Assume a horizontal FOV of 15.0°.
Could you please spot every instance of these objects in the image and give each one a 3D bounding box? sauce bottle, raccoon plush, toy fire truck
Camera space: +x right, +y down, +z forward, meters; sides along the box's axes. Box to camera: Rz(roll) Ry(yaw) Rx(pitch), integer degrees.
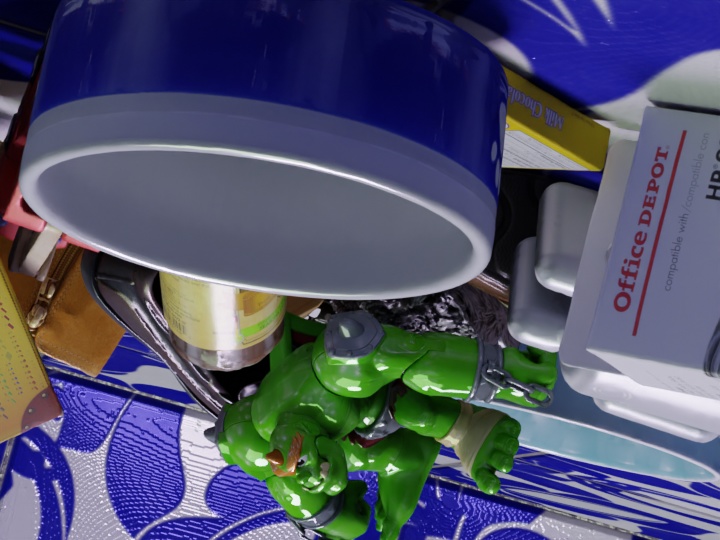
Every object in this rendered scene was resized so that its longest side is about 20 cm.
[{"bbox_3d":[-0.070,-0.035,1.321,0.064,0.065,0.200,13,141,13],"label":"sauce bottle"},{"bbox_3d":[0.000,0.000,1.490,0.134,0.097,0.200,-14,153,36],"label":"raccoon plush"},{"bbox_3d":[-0.147,-0.047,1.332,0.049,0.142,0.200,18,148,-11],"label":"toy fire truck"}]

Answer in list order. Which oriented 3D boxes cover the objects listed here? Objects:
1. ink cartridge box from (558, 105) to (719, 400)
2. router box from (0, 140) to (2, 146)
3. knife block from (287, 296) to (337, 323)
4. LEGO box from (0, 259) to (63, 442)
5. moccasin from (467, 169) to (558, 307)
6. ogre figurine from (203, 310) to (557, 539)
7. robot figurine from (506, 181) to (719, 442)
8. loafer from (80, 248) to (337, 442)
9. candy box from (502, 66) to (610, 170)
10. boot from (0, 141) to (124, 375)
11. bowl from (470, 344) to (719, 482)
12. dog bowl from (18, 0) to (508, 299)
[{"bbox_3d":[0.174,-0.002,1.195,0.199,0.116,0.067,10,170,30],"label":"ink cartridge box"},{"bbox_3d":[-0.271,-0.075,1.539,0.157,0.052,0.200,36,-173,36],"label":"router box"},{"bbox_3d":[-0.028,-0.030,1.615,0.201,0.175,0.064,60,168,1],"label":"knife block"},{"bbox_3d":[-0.225,-0.027,1.328,0.149,0.077,0.201,-123,13,-50],"label":"LEGO box"},{"bbox_3d":[0.109,-0.007,1.457,0.201,0.074,0.078,9,168,-32],"label":"moccasin"},{"bbox_3d":[0.000,0.079,1.430,0.120,0.099,0.200,24,160,-24],"label":"ogre figurine"},{"bbox_3d":[0.174,0.021,1.353,0.199,0.113,0.170,16,138,-7],"label":"robot figurine"},{"bbox_3d":[-0.065,0.043,1.468,0.200,0.072,0.063,38,172,-33],"label":"loafer"},{"bbox_3d":[0.017,-0.086,1.223,0.102,0.027,0.200,8,168,40],"label":"candy box"},{"bbox_3d":[-0.118,-0.009,1.506,0.200,0.145,0.071,20,178,-17],"label":"boot"},{"bbox_3d":[0.134,0.053,1.669,0.200,0.106,0.201,15,172,2],"label":"bowl"},{"bbox_3d":[-0.039,-0.054,1.150,0.199,0.079,0.200,8,164,2],"label":"dog bowl"}]
